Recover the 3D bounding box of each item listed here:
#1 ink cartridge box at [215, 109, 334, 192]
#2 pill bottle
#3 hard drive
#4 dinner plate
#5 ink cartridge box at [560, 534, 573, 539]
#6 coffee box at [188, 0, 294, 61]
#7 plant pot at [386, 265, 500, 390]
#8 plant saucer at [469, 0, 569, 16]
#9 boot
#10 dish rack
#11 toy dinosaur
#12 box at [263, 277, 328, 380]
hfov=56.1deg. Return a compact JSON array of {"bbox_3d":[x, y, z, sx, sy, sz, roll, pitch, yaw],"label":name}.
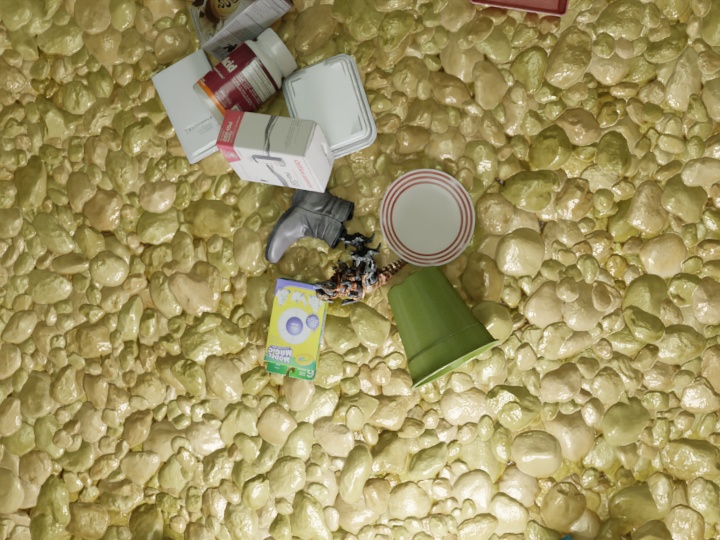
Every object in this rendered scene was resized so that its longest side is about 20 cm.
[{"bbox_3d":[-0.166,-0.236,1.342,0.195,0.146,0.087,9,71,17],"label":"ink cartridge box"},{"bbox_3d":[-0.233,-0.391,1.377,0.199,0.114,0.115,-40,86,-3],"label":"pill bottle"},{"bbox_3d":[-0.351,-0.352,1.451,0.130,0.027,0.204,-26,88,7],"label":"hard drive"},{"bbox_3d":[0.135,-0.107,1.379,0.195,0.024,0.206,1,79,-4],"label":"dinner plate"},{"bbox_3d":[0.398,0.642,1.289,0.143,0.200,0.149,-33,87,6],"label":"ink cartridge box"},{"bbox_3d":[-0.243,-0.537,1.369,0.198,0.079,0.115,-31,67,21],"label":"coffee box"},{"bbox_3d":[0.145,0.102,1.333,0.197,0.200,0.193,-29,75,7],"label":"plant pot"},{"bbox_3d":[0.331,-0.619,1.355,0.195,0.037,0.205,11,93,8],"label":"plant saucer"},{"bbox_3d":[-0.105,-0.080,1.403,0.130,0.070,0.203,32,96,7],"label":"boot"},{"bbox_3d":[-0.069,-0.339,1.408,0.168,0.044,0.205,-18,88,8],"label":"dish rack"},{"bbox_3d":[0.000,0.000,1.385,0.101,0.198,0.139,27,133,42],"label":"toy dinosaur"},{"bbox_3d":[-0.136,0.126,1.424,0.114,0.048,0.205,10,94,6],"label":"box"}]
